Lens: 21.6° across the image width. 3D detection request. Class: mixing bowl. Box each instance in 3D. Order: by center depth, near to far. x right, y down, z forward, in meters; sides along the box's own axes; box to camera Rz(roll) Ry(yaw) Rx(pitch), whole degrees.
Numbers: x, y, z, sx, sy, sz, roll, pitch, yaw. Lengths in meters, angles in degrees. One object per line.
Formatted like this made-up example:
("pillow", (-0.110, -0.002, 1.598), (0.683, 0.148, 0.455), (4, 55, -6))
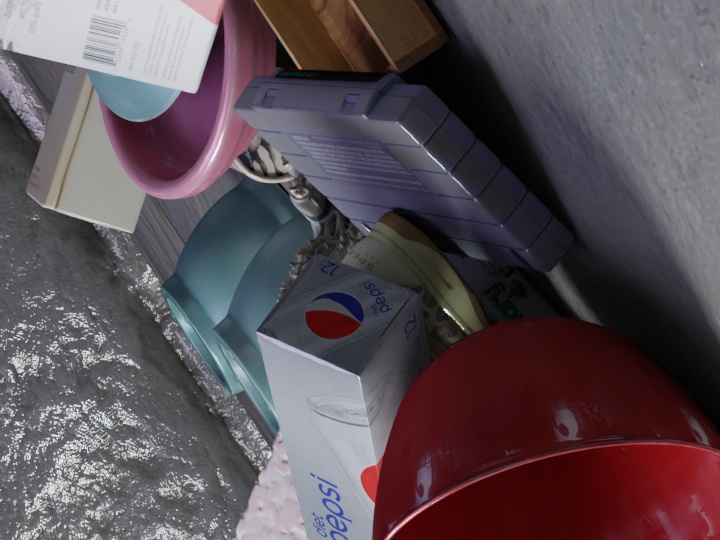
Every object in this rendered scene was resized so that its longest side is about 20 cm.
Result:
("mixing bowl", (0.091, 0.094, 0.972), (0.200, 0.200, 0.109), (72, -176, -57))

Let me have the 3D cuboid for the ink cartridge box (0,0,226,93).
("ink cartridge box", (-0.173, -0.195, 1.082), (0.147, 0.200, 0.083), (117, 162, -54))

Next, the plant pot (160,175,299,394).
("plant pot", (-0.095, 0.029, 1.702), (0.200, 0.134, 0.200), (53, 170, 14))

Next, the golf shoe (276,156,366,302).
("golf shoe", (0.000, 0.000, 1.218), (0.097, 0.078, 0.200), (46, -143, -48))

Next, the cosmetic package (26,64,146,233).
("cosmetic package", (-0.178, -0.136, 1.392), (0.073, 0.200, 0.104), (16, -178, -19))

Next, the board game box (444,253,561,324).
("board game box", (0.089, 0.039, 1.160), (0.200, 0.035, 0.126), (49, 168, 33))

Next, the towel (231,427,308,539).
("towel", (0.027, 0.149, 1.258), (0.191, 0.200, 0.032), (30, -163, 16))

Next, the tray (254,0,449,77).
("tray", (-0.011, -0.145, 1.053), (0.099, 0.037, 0.200), (56, 171, -3))

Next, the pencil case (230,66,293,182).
("pencil case", (-0.092, -0.121, 1.381), (0.200, 0.078, 0.090), (-150, 43, -67))

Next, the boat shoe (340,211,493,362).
("boat shoe", (0.052, 0.057, 1.082), (0.200, 0.063, 0.073), (53, 169, -22))

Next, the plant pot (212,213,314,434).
("plant pot", (-0.030, 0.060, 1.471), (0.200, 0.134, 0.200), (54, 170, 14))

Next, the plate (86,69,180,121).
("plate", (-0.157, -0.199, 1.252), (0.200, 0.026, 0.201), (9, 101, 57))

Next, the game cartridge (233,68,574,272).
("game cartridge", (0.018, -0.059, 1.036), (0.130, 0.038, 0.200), (48, 164, -25))

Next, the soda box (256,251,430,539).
("soda box", (0.000, 0.085, 1.044), (0.068, 0.063, 0.200), (22, 146, 25))

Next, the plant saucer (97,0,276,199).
("plant saucer", (-0.114, -0.148, 1.258), (0.200, 0.051, 0.201), (9, 101, 56))
